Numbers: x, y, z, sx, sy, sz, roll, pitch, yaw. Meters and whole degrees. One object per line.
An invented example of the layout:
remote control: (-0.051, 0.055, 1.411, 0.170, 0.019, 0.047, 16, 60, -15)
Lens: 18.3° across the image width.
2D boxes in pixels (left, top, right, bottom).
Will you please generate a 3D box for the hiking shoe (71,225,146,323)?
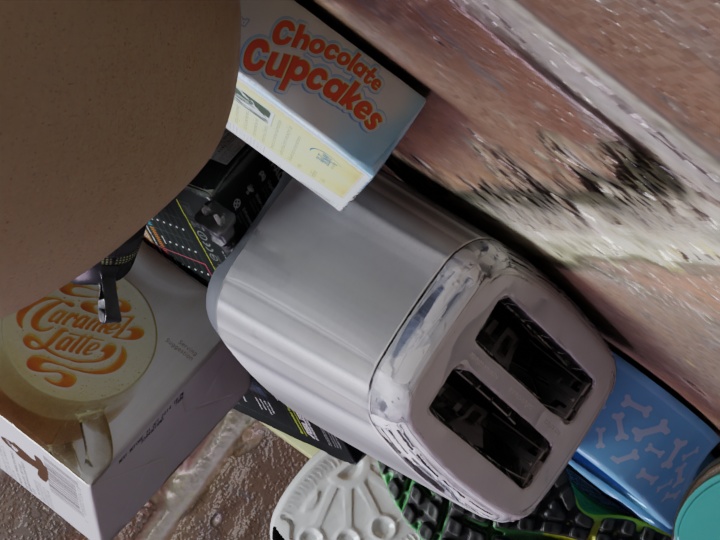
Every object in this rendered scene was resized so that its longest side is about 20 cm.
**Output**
hiking shoe: (-0.156, -0.047, 1.007, 0.075, 0.101, 0.200, 4, -163, -33)

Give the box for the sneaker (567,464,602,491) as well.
sneaker: (0.170, 0.143, 1.262, 0.115, 0.076, 0.199, 22, -169, 39)

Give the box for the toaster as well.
toaster: (0.025, 0.029, 1.001, 0.129, 0.114, 0.200, 28, 170, 40)

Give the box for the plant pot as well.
plant pot: (-0.115, -0.073, 0.671, 0.134, 0.202, 0.200, -3, -162, -29)

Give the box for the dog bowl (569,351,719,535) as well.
dog bowl: (0.137, 0.088, 1.145, 0.111, 0.050, 0.200, 34, 176, 31)

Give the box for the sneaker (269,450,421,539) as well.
sneaker: (0.033, 0.115, 1.301, 0.081, 0.200, 0.146, 52, 171, 6)

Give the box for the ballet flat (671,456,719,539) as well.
ballet flat: (0.178, 0.137, 1.050, 0.068, 0.068, 0.201, 38, 140, 19)

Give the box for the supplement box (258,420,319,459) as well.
supplement box: (-0.038, 0.036, 1.478, 0.199, 0.135, 0.200, 36, 176, 11)

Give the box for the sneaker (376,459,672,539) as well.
sneaker: (0.089, 0.132, 1.157, 0.200, 0.078, 0.085, 37, 177, -5)

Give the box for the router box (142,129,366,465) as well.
router box: (-0.069, -0.007, 1.107, 0.149, 0.062, 0.201, 20, 149, 40)

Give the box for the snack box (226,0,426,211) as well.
snack box: (-0.039, -0.075, 0.851, 0.116, 0.037, 0.200, 36, 177, -2)

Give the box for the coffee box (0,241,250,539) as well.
coffee box: (-0.165, 0.023, 1.088, 0.200, 0.114, 0.080, 36, 156, 18)
